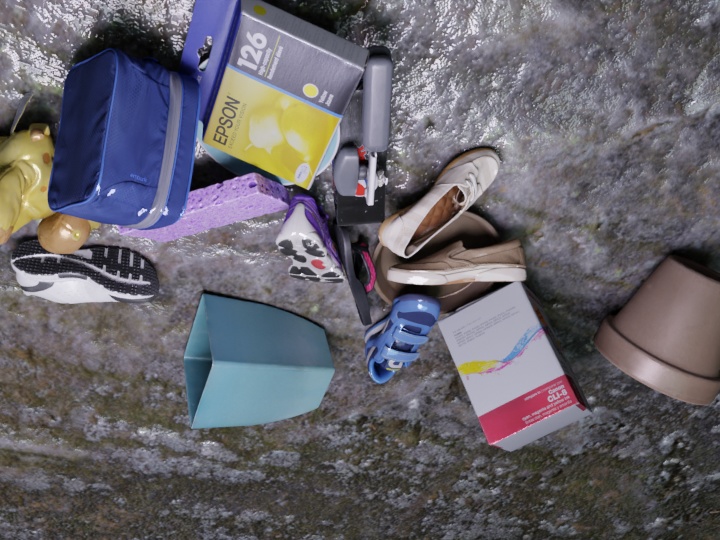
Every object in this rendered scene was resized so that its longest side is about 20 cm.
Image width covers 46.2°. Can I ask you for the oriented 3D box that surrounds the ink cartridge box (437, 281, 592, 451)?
[{"bbox_3d":[0.229,0.143,1.254,0.144,0.202,0.145,-29,156,15],"label":"ink cartridge box"}]

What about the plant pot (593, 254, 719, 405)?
[{"bbox_3d":[0.482,0.077,1.288,0.198,0.201,0.177,16,107,-20],"label":"plant pot"}]

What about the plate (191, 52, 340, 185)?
[{"bbox_3d":[-0.119,-0.189,1.039,0.197,0.026,0.202,9,138,8],"label":"plate"}]

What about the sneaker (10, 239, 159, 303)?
[{"bbox_3d":[-0.380,0.011,1.176,0.197,0.074,0.080,12,142,-12],"label":"sneaker"}]

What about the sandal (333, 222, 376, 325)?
[{"bbox_3d":[0.000,0.000,1.214,0.044,0.076,0.201,-18,137,-1],"label":"sandal"}]

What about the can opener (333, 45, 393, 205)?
[{"bbox_3d":[0.007,-0.165,1.002,0.065,0.053,0.202,1,129,-8],"label":"can opener"}]

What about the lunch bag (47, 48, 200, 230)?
[{"bbox_3d":[-0.261,-0.150,0.966,0.131,0.203,0.135,15,169,-43],"label":"lunch bag"}]

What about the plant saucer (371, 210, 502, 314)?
[{"bbox_3d":[0.111,-0.016,1.240,0.197,0.030,0.202,-5,130,-5],"label":"plant saucer"}]

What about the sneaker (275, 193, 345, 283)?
[{"bbox_3d":[-0.059,-0.039,1.148,0.079,0.085,0.200,6,159,7],"label":"sneaker"}]

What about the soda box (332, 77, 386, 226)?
[{"bbox_3d":[-0.002,-0.157,1.083,0.070,0.064,0.202,-4,129,-5],"label":"soda box"}]

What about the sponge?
[{"bbox_3d":[-0.199,-0.077,1.086,0.197,0.030,0.111,-15,172,15],"label":"sponge"}]

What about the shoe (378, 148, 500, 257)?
[{"bbox_3d":[0.115,-0.088,1.127,0.199,0.053,0.070,-39,128,-6],"label":"shoe"}]

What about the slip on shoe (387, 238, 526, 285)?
[{"bbox_3d":[0.136,-0.012,1.193,0.197,0.076,0.062,-2,91,4],"label":"slip on shoe"}]

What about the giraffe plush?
[{"bbox_3d":[-0.392,-0.090,1.049,0.162,0.172,0.201,36,83,-43],"label":"giraffe plush"}]

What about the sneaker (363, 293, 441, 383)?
[{"bbox_3d":[0.064,0.102,1.267,0.073,0.083,0.200,16,144,-14],"label":"sneaker"}]

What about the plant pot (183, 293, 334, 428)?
[{"bbox_3d":[-0.150,0.143,1.266,0.197,0.142,0.142,7,129,-24],"label":"plant pot"}]

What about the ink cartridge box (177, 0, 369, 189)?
[{"bbox_3d":[-0.114,-0.207,0.968,0.198,0.047,0.198,21,138,-9],"label":"ink cartridge box"}]
